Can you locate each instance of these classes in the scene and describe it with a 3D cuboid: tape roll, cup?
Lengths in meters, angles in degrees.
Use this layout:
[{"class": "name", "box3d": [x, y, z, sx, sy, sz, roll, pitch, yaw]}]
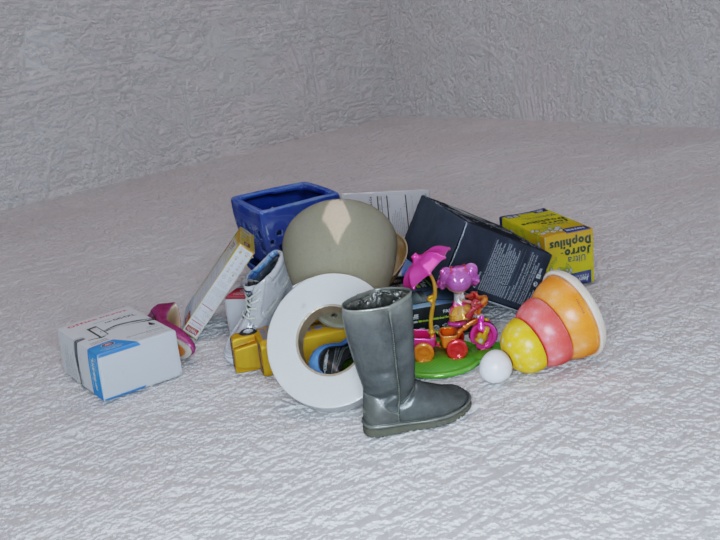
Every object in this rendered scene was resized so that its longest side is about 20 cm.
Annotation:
[{"class": "tape roll", "box3d": [-0.043, 0.106, 1.323, 0.197, 0.208, 0.037, -3, -19, 10]}, {"class": "cup", "box3d": [-0.030, 0.008, 1.455, 0.195, 0.203, 0.145, -6, 43, 0]}]

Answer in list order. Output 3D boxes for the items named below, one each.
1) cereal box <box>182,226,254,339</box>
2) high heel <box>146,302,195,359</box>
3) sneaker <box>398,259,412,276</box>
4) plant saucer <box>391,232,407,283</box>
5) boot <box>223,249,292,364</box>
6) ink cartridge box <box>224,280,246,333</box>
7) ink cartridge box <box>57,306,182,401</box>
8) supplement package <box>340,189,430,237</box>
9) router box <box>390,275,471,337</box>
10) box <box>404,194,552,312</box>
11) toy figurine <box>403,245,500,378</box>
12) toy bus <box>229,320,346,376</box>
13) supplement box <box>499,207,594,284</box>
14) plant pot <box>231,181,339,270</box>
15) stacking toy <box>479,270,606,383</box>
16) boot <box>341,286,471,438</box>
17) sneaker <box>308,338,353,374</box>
[{"class": "cereal box", "box3d": [-0.271, 0.021, 1.705, 0.039, 0.202, 0.144, 32, 9, -15]}, {"class": "high heel", "box3d": [-0.330, 0.102, 1.612, 0.095, 0.068, 0.198, -38, 25, -29]}, {"class": "sneaker", "box3d": [0.147, 0.001, 1.766, 0.197, 0.081, 0.088, -19, 18, -34]}, {"class": "plant saucer", "box3d": [0.000, 0.000, 1.644, 0.196, 0.036, 0.202, -17, 34, 12]}, {"class": "boot", "box3d": [-0.184, 0.058, 1.530, 0.073, 0.096, 0.202, 20, 66, 39]}, {"class": "ink cartridge box", "box3d": [-0.150, 0.052, 1.703, 0.143, 0.085, 0.200, -1, 18, 20]}, {"class": "ink cartridge box", "box3d": [-0.417, 0.138, 1.528, 0.144, 0.086, 0.198, -18, 21, -35]}, {"class": "supplement package", "box3d": [0.054, -0.095, 1.943, 0.195, 0.123, 0.122, -3, -18, -5]}, {"class": "router box", "box3d": [0.104, 0.063, 1.607, 0.146, 0.064, 0.200, -9, 17, -10]}, {"class": "box", "box3d": [0.205, -0.030, 1.620, 0.193, 0.126, 0.200, 16, 11, -25]}, {"class": "toy figurine", "box3d": [0.141, 0.054, 1.416, 0.195, 0.189, 0.151, -4, 17, 4]}, {"class": "toy bus", "box3d": [-0.115, 0.127, 1.487, 0.195, 0.067, 0.078, -11, 19, -15]}, {"class": "supplement box", "box3d": [0.368, -0.045, 1.773, 0.106, 0.112, 0.200, -11, 18, -15]}, {"class": "plant pot", "box3d": [-0.158, -0.079, 1.961, 0.196, 0.184, 0.199, -14, 18, -25]}, {"class": "stacking toy", "box3d": [0.260, 0.104, 1.355, 0.197, 0.149, 0.146, -28, 23, -15]}, {"class": "boot", "box3d": [0.066, 0.117, 1.212, 0.178, 0.205, 0.072, -12, 18, -19]}, {"class": "sneaker", "box3d": [0.001, 0.139, 1.423, 0.082, 0.072, 0.198, 29, 33, 30]}]
